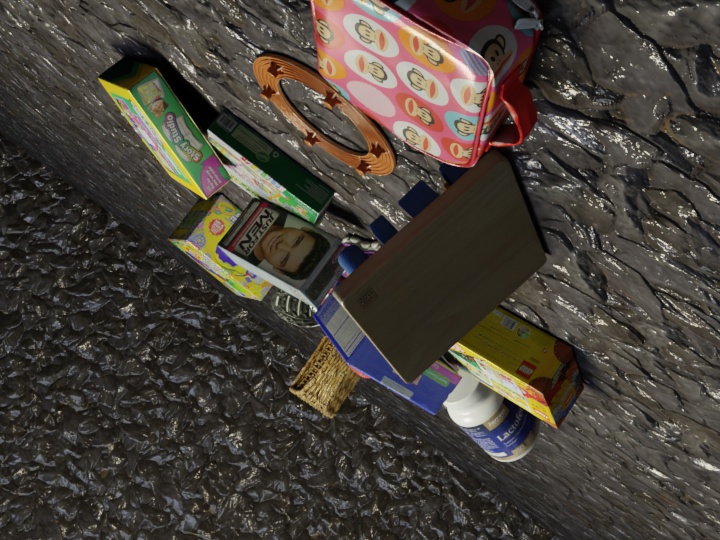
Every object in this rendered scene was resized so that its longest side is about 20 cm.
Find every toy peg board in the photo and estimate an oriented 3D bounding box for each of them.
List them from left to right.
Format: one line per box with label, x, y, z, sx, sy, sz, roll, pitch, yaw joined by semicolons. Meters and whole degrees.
toy peg board;0.064;-0.019;0.948;0.098;0.200;0.199;46;176;35

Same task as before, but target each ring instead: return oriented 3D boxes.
ring;-0.045;-0.171;1.078;0.200;0.019;0.200;35;169;8

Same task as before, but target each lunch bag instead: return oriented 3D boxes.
lunch bag;0.053;-0.154;0.688;0.176;0.082;0.200;35;168;8

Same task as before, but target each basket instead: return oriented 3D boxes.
basket;-0.086;0.245;2.387;0.149;0.200;0.143;33;169;19

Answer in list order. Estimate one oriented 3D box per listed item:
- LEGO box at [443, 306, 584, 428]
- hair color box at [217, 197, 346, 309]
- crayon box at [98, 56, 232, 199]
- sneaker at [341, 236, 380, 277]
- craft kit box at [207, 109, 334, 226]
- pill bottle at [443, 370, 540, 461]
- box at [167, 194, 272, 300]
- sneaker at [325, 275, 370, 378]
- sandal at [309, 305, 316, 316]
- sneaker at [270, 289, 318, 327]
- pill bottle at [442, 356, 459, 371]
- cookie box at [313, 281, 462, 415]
LEGO box;0.203;0.119;1.333;0.199;0.077;0.149;30;167;31
hair color box;-0.115;-0.030;1.436;0.199;0.099;0.061;27;165;39
crayon box;-0.294;-0.216;1.424;0.172;0.058;0.200;29;156;56
sneaker;0.000;0.000;1.457;0.081;0.084;0.200;40;169;-16
craft kit box;-0.138;-0.139;1.424;0.200;0.049;0.198;37;172;0
pill bottle;0.223;0.242;1.668;0.200;0.116;0.116;44;166;-35
box;-0.273;-0.050;1.986;0.200;0.122;0.192;41;167;-18
sneaker;0.008;0.071;1.586;0.078;0.115;0.201;-4;112;54
sandal;-0.076;0.041;1.713;0.076;0.048;0.201;-91;-18;-55
sneaker;-0.078;0.074;1.861;0.199;0.074;0.079;8;-176;-10
pill bottle;0.087;0.131;1.650;0.110;0.110;0.200;42;168;-26
cookie box;0.037;0.114;1.429;0.171;0.075;0.200;33;-175;-24
